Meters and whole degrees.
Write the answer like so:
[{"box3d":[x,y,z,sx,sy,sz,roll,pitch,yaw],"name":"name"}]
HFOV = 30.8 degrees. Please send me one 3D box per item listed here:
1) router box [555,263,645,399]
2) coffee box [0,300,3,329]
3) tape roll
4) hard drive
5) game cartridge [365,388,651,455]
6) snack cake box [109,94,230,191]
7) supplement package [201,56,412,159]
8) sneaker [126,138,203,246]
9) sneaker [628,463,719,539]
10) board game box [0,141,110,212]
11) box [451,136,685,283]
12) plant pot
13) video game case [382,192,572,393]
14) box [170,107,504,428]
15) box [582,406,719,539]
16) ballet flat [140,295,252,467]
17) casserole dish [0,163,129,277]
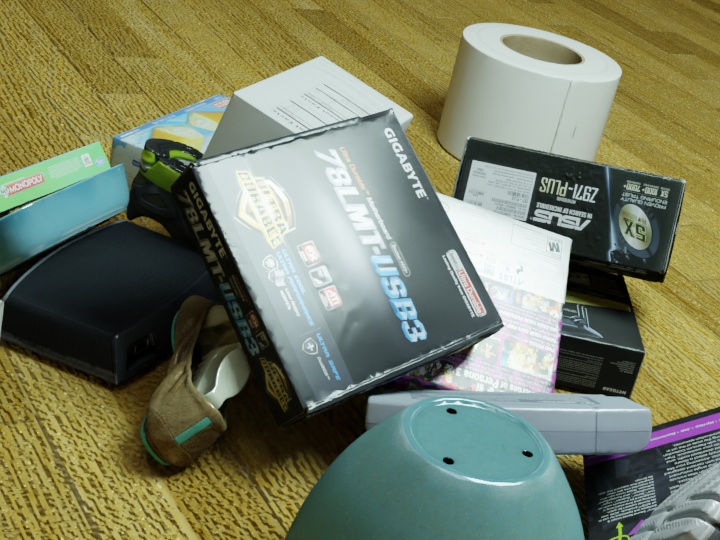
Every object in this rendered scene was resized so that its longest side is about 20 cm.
[{"box3d":[0.147,0.038,1.187,0.200,0.052,0.157,13,25,-1],"name":"router box"},{"box3d":[-0.366,0.038,0.904,0.200,0.080,0.114,22,27,17],"name":"coffee box"},{"box3d":[0.207,-0.208,1.614,0.202,0.139,0.203,11,25,-5],"name":"tape roll"},{"box3d":[-0.199,0.017,1.070,0.135,0.042,0.200,20,26,13],"name":"hard drive"},{"box3d":[0.103,0.109,0.949,0.200,0.041,0.133,1,-4,1],"name":"game cartridge"},{"box3d":[-0.152,-0.111,1.325,0.115,0.067,0.200,21,27,18],"name":"snack cake box"},{"box3d":[-0.051,-0.103,1.161,0.109,0.114,0.200,34,25,7],"name":"supplement package"},{"box3d":[-0.123,-0.043,1.202,0.200,0.081,0.074,30,26,-10],"name":"sneaker"},{"box3d":[0.202,0.215,0.773,0.112,0.078,0.200,41,69,-3],"name":"sneaker"},{"box3d":[-0.320,-0.054,1.086,0.134,0.029,0.200,-18,8,32],"name":"board game box"},{"box3d":[0.195,-0.053,1.224,0.200,0.086,0.164,13,-1,12],"name":"box"},{"box3d":[0.055,0.158,0.806,0.200,0.135,0.200,11,26,-5],"name":"plant pot"},{"box3d":[0.070,0.022,1.072,0.200,0.036,0.182,18,57,-10],"name":"video game case"},{"box3d":[-0.014,-0.009,0.980,0.198,0.050,0.200,-19,79,-35],"name":"box"},{"box3d":[0.228,0.168,0.904,0.143,0.036,0.200,-19,20,16],"name":"box"},{"box3d":[-0.108,0.067,0.969,0.068,0.072,0.200,53,20,-18],"name":"ballet flat"},{"box3d":[-0.265,-0.034,1.083,0.121,0.039,0.200,-26,7,28],"name":"casserole dish"}]
